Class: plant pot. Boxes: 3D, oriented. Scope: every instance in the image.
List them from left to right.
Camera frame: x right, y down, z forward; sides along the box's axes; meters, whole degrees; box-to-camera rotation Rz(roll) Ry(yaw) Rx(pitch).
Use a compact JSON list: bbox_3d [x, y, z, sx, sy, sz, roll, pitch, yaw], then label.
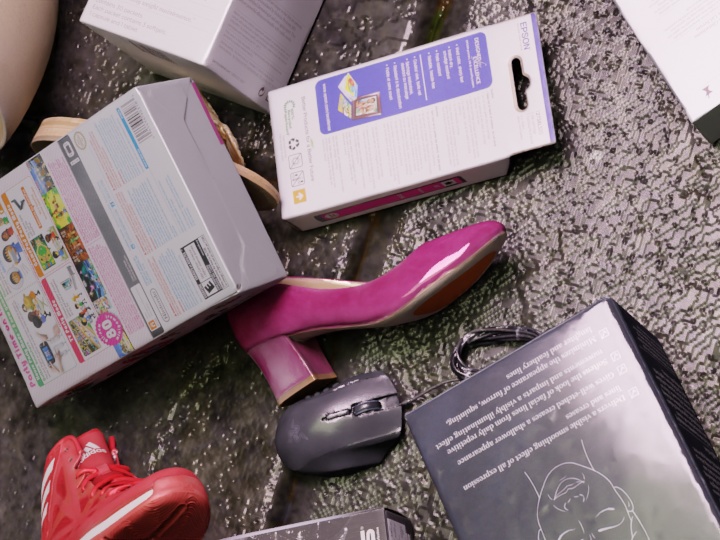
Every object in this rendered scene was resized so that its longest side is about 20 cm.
[{"bbox_3d":[-0.292,-0.200,1.601,0.199,0.201,0.135,24,63,28],"label":"plant pot"}]

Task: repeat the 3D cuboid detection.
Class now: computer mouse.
[{"bbox_3d":[0.031,0.081,1.447,0.199,0.034,0.059,-24,66,16],"label":"computer mouse"}]

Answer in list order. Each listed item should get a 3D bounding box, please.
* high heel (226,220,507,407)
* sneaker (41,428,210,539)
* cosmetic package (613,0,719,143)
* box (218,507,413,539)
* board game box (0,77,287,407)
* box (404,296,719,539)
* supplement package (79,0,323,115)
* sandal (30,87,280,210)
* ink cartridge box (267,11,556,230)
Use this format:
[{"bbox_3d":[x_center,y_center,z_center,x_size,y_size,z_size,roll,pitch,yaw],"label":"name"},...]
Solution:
[{"bbox_3d":[0.000,0.000,1.467,0.200,0.067,0.096,-36,74,26],"label":"high heel"},{"bbox_3d":[-0.166,0.143,1.460,0.200,0.078,0.116,-40,52,45],"label":"sneaker"},{"bbox_3d":[0.259,-0.199,1.412,0.199,0.052,0.151,-34,63,12],"label":"cosmetic package"},{"bbox_3d":[-0.036,0.263,1.418,0.157,0.048,0.202,-13,70,20],"label":"box"},{"bbox_3d":[-0.164,-0.017,1.490,0.199,0.064,0.148,-28,86,34],"label":"board game box"},{"bbox_3d":[0.142,0.145,1.337,0.148,0.107,0.201,-30,65,13],"label":"box"},{"bbox_3d":[-0.086,-0.229,1.544,0.113,0.109,0.201,21,85,27],"label":"supplement package"},{"bbox_3d":[-0.134,-0.098,1.552,0.210,0.078,0.070,10,66,35],"label":"sandal"},{"bbox_3d":[0.036,-0.098,1.495,0.199,0.037,0.096,-16,69,23],"label":"ink cartridge box"}]
